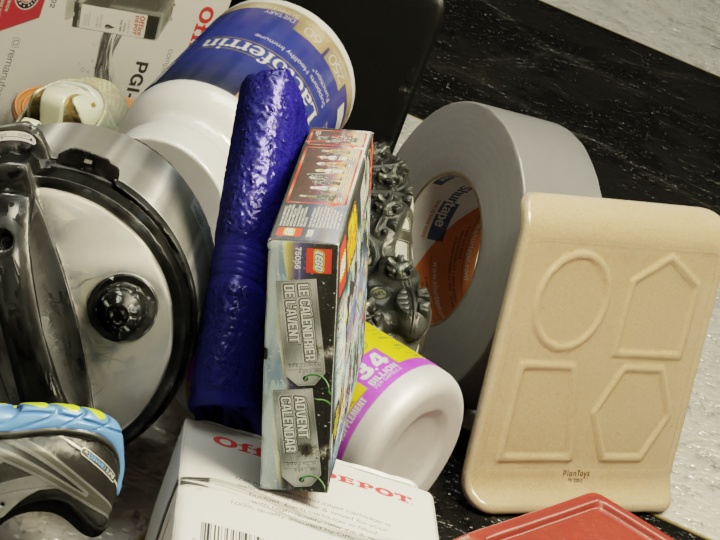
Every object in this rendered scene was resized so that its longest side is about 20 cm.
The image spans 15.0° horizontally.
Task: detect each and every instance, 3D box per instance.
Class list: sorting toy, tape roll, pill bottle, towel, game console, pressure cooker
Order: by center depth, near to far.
[{"bbox_3d":[-0.171,0.013,1.512,0.176,0.179,0.200,35,12,-7],"label":"pressure cooker"},{"bbox_3d":[-0.058,0.001,1.537,0.049,0.201,0.148,8,-16,-1],"label":"towel"},{"bbox_3d":[-0.043,0.063,1.643,0.200,0.104,0.104,31,21,28],"label":"pill bottle"},{"bbox_3d":[0.146,0.053,1.738,0.185,0.201,0.036,4,10,-41],"label":"sorting toy"},{"bbox_3d":[-0.090,-0.089,1.798,0.115,0.116,0.200,24,37,9],"label":"pill bottle"},{"bbox_3d":[0.078,-0.008,1.817,0.066,0.201,0.200,12,21,-29],"label":"tape roll"},{"bbox_3d":[-0.041,-0.163,2.118,0.116,0.200,0.176,13,20,-24],"label":"game console"}]

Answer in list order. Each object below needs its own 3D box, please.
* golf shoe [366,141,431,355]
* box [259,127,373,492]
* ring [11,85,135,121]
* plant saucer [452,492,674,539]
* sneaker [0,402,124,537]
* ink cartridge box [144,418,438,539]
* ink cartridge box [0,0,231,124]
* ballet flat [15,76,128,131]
[{"bbox_3d":[0.000,0.000,1.762,0.078,0.095,0.200,-3,43,-3],"label":"golf shoe"},{"bbox_3d":[-0.022,0.017,1.469,0.040,0.137,0.200,3,20,4],"label":"box"},{"bbox_3d":[-0.149,-0.080,1.913,0.200,0.019,0.200,20,19,-7],"label":"ring"},{"bbox_3d":[0.156,0.194,1.600,0.199,0.037,0.200,31,22,27],"label":"plant saucer"},{"bbox_3d":[-0.216,0.109,1.380,0.199,0.083,0.071,0,-9,-17],"label":"sneaker"},{"bbox_3d":[-0.037,0.167,1.393,0.144,0.084,0.200,18,19,-7],"label":"ink cartridge box"},{"bbox_3d":[-0.214,-0.176,2.053,0.200,0.147,0.083,7,24,-33],"label":"ink cartridge box"},{"bbox_3d":[-0.202,-0.083,1.784,0.067,0.062,0.200,13,41,12],"label":"ballet flat"}]
